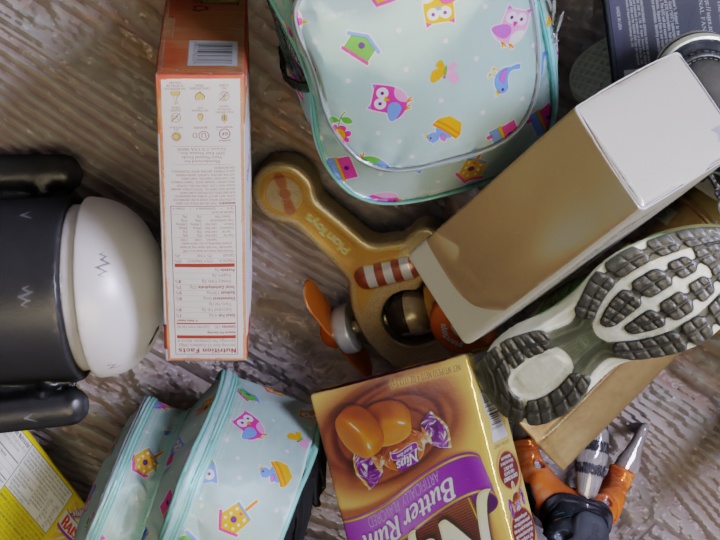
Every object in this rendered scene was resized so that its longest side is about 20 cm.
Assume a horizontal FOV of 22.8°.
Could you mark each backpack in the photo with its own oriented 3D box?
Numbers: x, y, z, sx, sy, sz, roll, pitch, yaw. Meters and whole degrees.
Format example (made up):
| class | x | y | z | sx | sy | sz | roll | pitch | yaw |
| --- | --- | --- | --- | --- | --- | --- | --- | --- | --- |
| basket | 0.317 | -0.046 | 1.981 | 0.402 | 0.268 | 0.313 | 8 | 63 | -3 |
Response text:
| class | x | y | z | sx | sy | sz | roll | pitch | yaw |
| --- | --- | --- | --- | --- | --- | --- | --- | --- | --- |
| backpack | 0.036 | -0.139 | 1.088 | 0.174 | 0.154 | 0.201 | -17 | 127 | 2 |
| backpack | -0.110 | 0.169 | 1.231 | 0.153 | 0.176 | 0.201 | 31 | 121 | -7 |

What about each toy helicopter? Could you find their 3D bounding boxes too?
| class | x | y | z | sx | sy | sz | roll | pitch | yaw |
| --- | --- | --- | --- | --- | --- | --- | --- | --- | --- |
| toy helicopter | 0.000 | 0.000 | 1.221 | 0.200 | 0.079 | 0.132 | 42 | 120 | -11 |

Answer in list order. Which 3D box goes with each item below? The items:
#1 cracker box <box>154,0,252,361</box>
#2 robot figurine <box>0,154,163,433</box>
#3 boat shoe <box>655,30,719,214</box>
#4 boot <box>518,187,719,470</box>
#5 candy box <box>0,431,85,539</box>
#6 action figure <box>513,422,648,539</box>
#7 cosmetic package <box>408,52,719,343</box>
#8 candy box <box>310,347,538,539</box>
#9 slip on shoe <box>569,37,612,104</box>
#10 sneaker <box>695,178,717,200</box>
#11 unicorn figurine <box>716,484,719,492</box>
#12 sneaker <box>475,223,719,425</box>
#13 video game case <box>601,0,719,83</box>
| class | x | y | z | sx | sy | sz | roll | pitch | yaw |
| --- | --- | --- | --- | --- | --- | --- | --- | --- | --- |
| cracker box | -0.097 | -0.061 | 1.134 | 0.057 | 0.134 | 0.201 | 0 | 121 | -3 |
| robot figurine | -0.227 | 0.014 | 1.177 | 0.198 | 0.125 | 0.151 | -3 | 122 | 4 |
| boat shoe | 0.246 | -0.057 | 1.071 | 0.074 | 0.062 | 0.201 | -32 | 104 | 10 |
| boot | 0.203 | 0.062 | 1.221 | 0.200 | 0.066 | 0.175 | -42 | 95 | 0 |
| candy box | -0.249 | 0.179 | 1.266 | 0.026 | 0.103 | 0.201 | 11 | 145 | 35 |
| action figure | 0.123 | 0.173 | 1.242 | 0.199 | 0.195 | 0.105 | 19 | 147 | -20 |
| cosmetic package | 0.125 | -0.040 | 1.078 | 0.071 | 0.105 | 0.200 | 56 | 142 | 7 |
| candy box | 0.051 | 0.162 | 1.175 | 0.116 | 0.056 | 0.202 | -16 | 88 | 23 |
| slip on shoe | 0.235 | -0.122 | 1.152 | 0.198 | 0.075 | 0.061 | -5 | 145 | 5 |
| sneaker | 0.298 | -0.068 | 1.189 | 0.199 | 0.088 | 0.075 | 7 | 98 | -32 |
| unicorn figurine | 0.341 | 0.086 | 1.252 | 0.199 | 0.138 | 0.074 | -15 | 115 | 28 |
| sneaker | 0.160 | 0.017 | 1.115 | 0.199 | 0.089 | 0.077 | -31 | 105 | 32 |
| video game case | 0.251 | -0.165 | 1.107 | 0.198 | 0.019 | 0.144 | -6 | 82 | 1 |
